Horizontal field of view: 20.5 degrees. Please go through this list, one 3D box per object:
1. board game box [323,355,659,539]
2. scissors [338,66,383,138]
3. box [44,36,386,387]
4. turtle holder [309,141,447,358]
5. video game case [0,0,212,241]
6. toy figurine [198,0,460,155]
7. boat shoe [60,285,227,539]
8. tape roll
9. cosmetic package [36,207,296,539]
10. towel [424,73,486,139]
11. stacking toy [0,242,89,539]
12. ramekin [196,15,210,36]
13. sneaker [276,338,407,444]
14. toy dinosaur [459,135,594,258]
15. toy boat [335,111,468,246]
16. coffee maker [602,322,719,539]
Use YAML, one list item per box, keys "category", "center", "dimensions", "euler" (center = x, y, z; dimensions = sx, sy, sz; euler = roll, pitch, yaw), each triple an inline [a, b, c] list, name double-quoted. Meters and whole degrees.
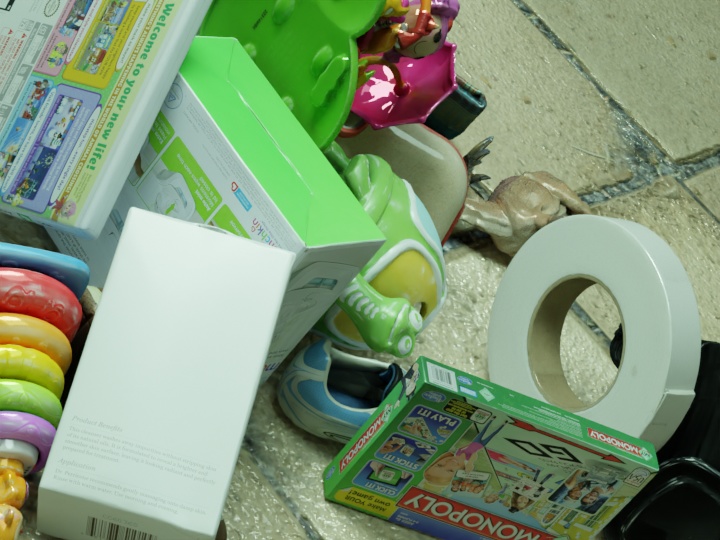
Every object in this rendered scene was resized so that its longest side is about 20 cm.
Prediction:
- category: "board game box"
  center: [0.093, 0.143, 1.419]
  dimensions: [0.200, 0.135, 0.029]
  euler: [21, 36, -23]
- category: "scissors"
  center: [0.010, -0.183, 1.587]
  dimensions: [0.073, 0.014, 0.200]
  euler: [38, 52, -6]
- category: "box"
  center: [-0.112, -0.033, 1.396]
  dimensions: [0.097, 0.177, 0.200]
  euler: [-6, 53, -52]
- category: "turtle holder"
  center: [0.005, -0.008, 1.481]
  dimensions: [0.132, 0.185, 0.141]
  euler: [43, 72, -20]
- category: "video game case"
  center: [-0.209, -0.132, 1.366]
  dimensions: [0.182, 0.200, 0.022]
  euler: [17, -14, 32]
- category: "toy figurine"
  center: [0.008, -0.170, 1.468]
  dimensions: [0.184, 0.200, 0.150]
  euler: [-8, 55, -51]
- category: "boat shoe"
  center: [-0.142, 0.103, 1.306]
  dimensions: [0.075, 0.075, 0.203]
  euler: [1, 60, -42]
- category: "tape roll"
  center: [0.178, 0.057, 1.542]
  dimensions: [0.037, 0.203, 0.203]
  euler: [6, 45, -40]
- category: "cosmetic package"
  center: [-0.119, 0.073, 1.228]
  dimensions: [0.113, 0.081, 0.200]
  euler: [18, 61, -2]
- category: "towel"
  center: [0.040, -0.173, 1.741]
  dimensions: [0.147, 0.022, 0.200]
  euler: [37, -7, -2]
- category: "stacking toy"
  center: [-0.224, 0.087, 1.233]
  dimensions: [0.110, 0.116, 0.200]
  euler: [12, 52, -30]
- category: "ramekin"
  center: [-0.173, -0.219, 1.523]
  dimensions: [0.098, 0.200, 0.200]
  euler: [-31, 71, -32]
- category: "sneaker"
  center: [0.037, 0.110, 1.458]
  dimensions: [0.200, 0.072, 0.072]
  euler: [23, 46, -19]
- category: "toy dinosaur"
  center: [0.144, -0.059, 1.763]
  dimensions: [0.136, 0.086, 0.200]
  euler: [47, 28, 26]
- category: "toy boat"
  center: [-0.017, -0.083, 1.626]
  dimensions: [0.200, 0.131, 0.131]
  euler: [30, 4, -13]
- category: "coffee maker"
  center: [0.263, 0.155, 1.593]
  dimensions: [0.192, 0.135, 0.200]
  euler: [21, 30, 10]
